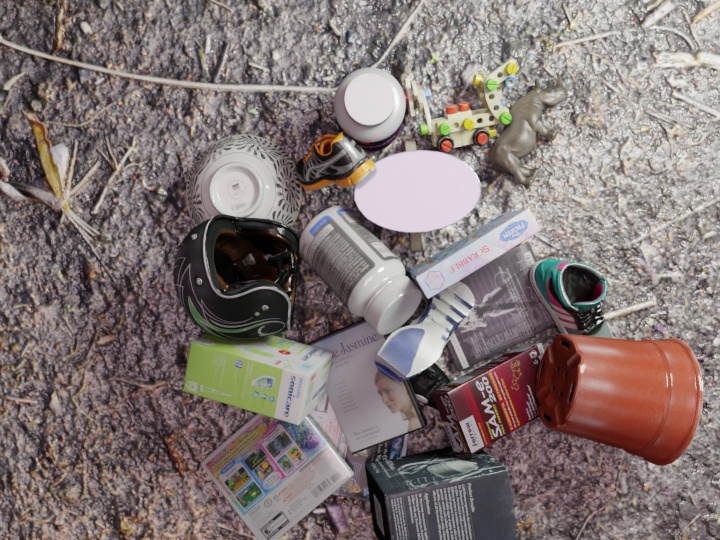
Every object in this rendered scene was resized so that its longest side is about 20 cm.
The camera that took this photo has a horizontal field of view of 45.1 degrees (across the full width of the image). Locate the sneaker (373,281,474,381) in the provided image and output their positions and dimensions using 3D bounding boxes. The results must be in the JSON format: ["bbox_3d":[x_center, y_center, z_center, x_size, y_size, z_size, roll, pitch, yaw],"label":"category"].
[{"bbox_3d":[0.103,0.115,1.399,0.080,0.116,0.199,40,60,12],"label":"sneaker"}]

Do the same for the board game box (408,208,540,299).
[{"bbox_3d":[0.174,-0.028,1.376,0.198,0.200,0.041,-31,92,2],"label":"board game box"}]

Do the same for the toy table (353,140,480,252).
[{"bbox_3d":[0.090,-0.123,1.416,0.197,0.117,0.187,8,92,1],"label":"toy table"}]

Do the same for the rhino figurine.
[{"bbox_3d":[0.284,-0.240,1.439,0.087,0.060,0.202,26,88,11],"label":"rhino figurine"}]

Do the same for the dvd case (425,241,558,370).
[{"bbox_3d":[0.225,0.061,1.468,0.198,0.016,0.150,-25,92,0],"label":"dvd case"}]

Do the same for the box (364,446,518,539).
[{"bbox_3d":[0.122,0.367,1.371,0.194,0.200,0.126,-8,92,-9],"label":"box"}]

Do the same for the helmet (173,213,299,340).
[{"bbox_3d":[-0.195,0.012,1.355,0.188,0.200,0.203,5,91,-2],"label":"helmet"}]

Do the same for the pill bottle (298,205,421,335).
[{"bbox_3d":[0.000,0.000,1.386,0.114,0.114,0.200,-44,64,2],"label":"pill bottle"}]

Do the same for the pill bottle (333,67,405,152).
[{"bbox_3d":[0.014,-0.253,1.371,0.111,0.200,0.114,0,91,1],"label":"pill bottle"}]

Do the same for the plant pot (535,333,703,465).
[{"bbox_3d":[0.392,0.188,1.359,0.193,0.201,0.204,12,91,-12],"label":"plant pot"}]

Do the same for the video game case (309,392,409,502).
[{"bbox_3d":[-0.009,0.284,1.474,0.179,0.023,0.203,11,91,1],"label":"video game case"}]

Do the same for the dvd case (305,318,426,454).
[{"bbox_3d":[0.009,0.187,1.431,0.141,0.018,0.202,-23,89,20],"label":"dvd case"}]

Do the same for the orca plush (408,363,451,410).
[{"bbox_3d":[0.107,0.192,1.428,0.105,0.071,0.201,-32,81,-14],"label":"orca plush"}]

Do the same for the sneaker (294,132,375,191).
[{"bbox_3d":[-0.051,-0.179,1.384,0.078,0.199,0.078,-46,114,-24],"label":"sneaker"}]

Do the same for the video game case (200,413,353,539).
[{"bbox_3d":[-0.141,0.333,1.458,0.200,0.024,0.183,-40,84,7],"label":"video game case"}]

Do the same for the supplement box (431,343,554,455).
[{"bbox_3d":[0.224,0.206,1.411,0.198,0.061,0.110,-23,92,-25],"label":"supplement box"}]

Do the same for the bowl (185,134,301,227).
[{"bbox_3d":[-0.199,-0.129,1.430,0.198,0.094,0.204,0,91,2],"label":"bowl"}]

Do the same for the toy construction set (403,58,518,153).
[{"bbox_3d":[0.163,-0.270,1.424,0.197,0.092,0.133,-5,116,8],"label":"toy construction set"}]

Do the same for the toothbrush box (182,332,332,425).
[{"bbox_3d":[-0.161,0.161,1.389,0.197,0.146,0.087,16,102,12],"label":"toothbrush box"}]

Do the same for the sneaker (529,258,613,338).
[{"bbox_3d":[0.367,0.060,1.407,0.083,0.121,0.201,-41,95,-14],"label":"sneaker"}]
